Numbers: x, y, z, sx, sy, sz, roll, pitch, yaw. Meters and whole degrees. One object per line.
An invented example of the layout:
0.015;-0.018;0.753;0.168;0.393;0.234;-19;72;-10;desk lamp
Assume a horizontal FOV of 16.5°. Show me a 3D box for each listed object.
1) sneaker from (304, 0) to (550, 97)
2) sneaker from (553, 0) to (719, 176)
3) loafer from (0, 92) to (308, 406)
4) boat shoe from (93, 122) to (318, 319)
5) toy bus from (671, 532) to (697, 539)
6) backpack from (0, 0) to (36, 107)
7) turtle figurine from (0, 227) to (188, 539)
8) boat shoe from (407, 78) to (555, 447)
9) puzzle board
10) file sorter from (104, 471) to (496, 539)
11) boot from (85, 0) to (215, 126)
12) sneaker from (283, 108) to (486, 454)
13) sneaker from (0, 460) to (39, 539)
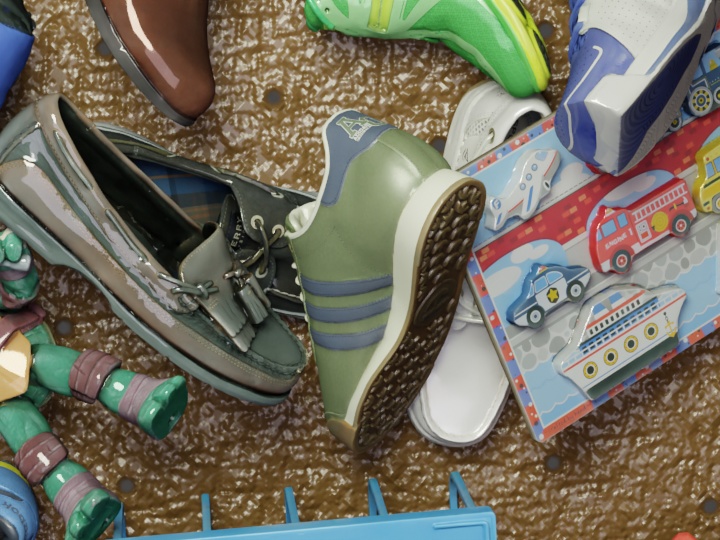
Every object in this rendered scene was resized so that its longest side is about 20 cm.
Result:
0.012;-0.148;1.280;0.200;0.074;0.084;37;99;2;sneaker
0.127;-0.147;1.266;0.115;0.081;0.200;23;61;14;sneaker
-0.099;-0.009;1.237;0.200;0.072;0.063;37;115;-15;loafer
-0.071;-0.020;1.300;0.199;0.057;0.069;20;98;-8;boat shoe
0.216;0.238;1.343;0.191;0.136;0.201;35;98;3;toy bus
-0.271;-0.118;1.218;0.199;0.163;0.168;26;102;-21;backpack
-0.192;0.044;1.262;0.199;0.101;0.150;33;108;12;turtle figurine
0.063;0.001;1.308;0.070;0.069;0.202;6;101;-12;boat shoe
0.144;-0.023;1.296;0.199;0.017;0.151;-31;109;-20;puzzle board
-0.031;0.186;1.308;0.198;0.123;0.140;-5;101;-4;file sorter
-0.042;-0.188;1.221;0.199;0.068;0.189;-21;68;20;boot
0.000;0.000;1.263;0.090;0.201;0.067;40;51;20;sneaker
-0.266;0.150;1.305;0.199;0.078;0.066;-16;103;0;sneaker
